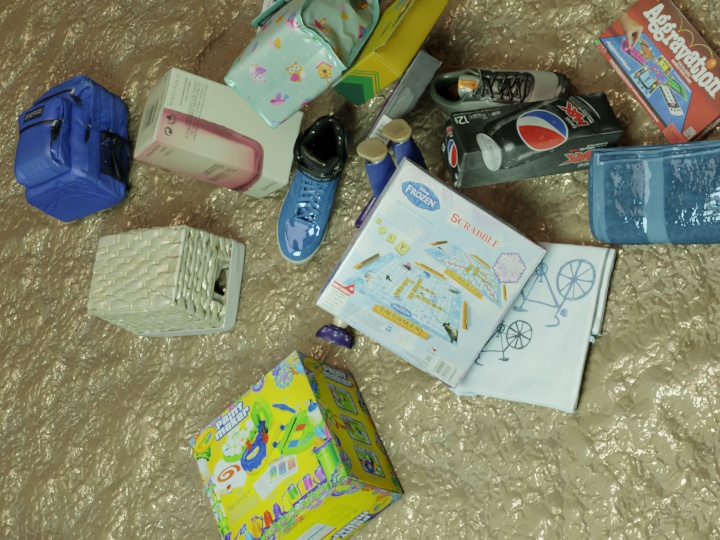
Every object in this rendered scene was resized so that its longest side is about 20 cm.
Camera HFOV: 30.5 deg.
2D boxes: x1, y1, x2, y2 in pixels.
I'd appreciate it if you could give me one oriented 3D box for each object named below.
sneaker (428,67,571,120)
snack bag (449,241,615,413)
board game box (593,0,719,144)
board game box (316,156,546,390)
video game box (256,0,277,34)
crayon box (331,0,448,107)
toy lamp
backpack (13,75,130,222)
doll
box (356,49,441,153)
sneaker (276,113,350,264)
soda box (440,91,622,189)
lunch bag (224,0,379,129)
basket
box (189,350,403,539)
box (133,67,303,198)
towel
[{"bbox_3d":[0.172,-0.219,1.654,0.198,0.079,0.075,1,72,38],"label":"sneaker"},{"bbox_3d":[0.201,0.063,1.558,0.187,0.021,0.203,5,79,41],"label":"snack bag"},{"bbox_3d":[0.362,-0.237,1.548,0.103,0.019,0.201,-41,52,17],"label":"board game box"},{"bbox_3d":[0.082,0.004,1.547,0.201,0.199,0.041,-56,9,10],"label":"board game box"},{"bbox_3d":[-0.065,-0.368,1.925,0.198,0.047,0.185,0,75,39],"label":"video game box"},{"bbox_3d":[0.042,-0.298,1.724,0.128,0.051,0.200,-57,12,-17],"label":"crayon box"},{"bbox_3d":[0.000,0.000,1.723,0.058,0.058,0.202,18,87,41],"label":"toy lamp"},{"bbox_3d":[-0.455,-0.209,2.098,0.161,0.168,0.202,-13,61,27],"label":"backpack"},{"bbox_3d":[0.064,-0.086,1.611,0.136,0.201,0.048,-37,42,-18],"label":"doll"},{"bbox_3d":[0.045,-0.205,1.692,0.036,0.200,0.144,32,92,-2],"label":"box"},{"bbox_3d":[-0.066,-0.113,1.773,0.076,0.111,0.202,20,81,7],"label":"sneaker"},{"bbox_3d":[0.198,-0.152,1.535,0.197,0.071,0.064,-10,58,-14],"label":"soda box"},{"bbox_3d":[-0.072,-0.316,1.779,0.170,0.122,0.201,-32,23,40],"label":"lunch bag"},{"bbox_3d":[-0.282,0.013,1.896,0.198,0.123,0.137,-5,71,36],"label":"basket"},{"bbox_3d":[-0.084,0.245,1.647,0.200,0.122,0.194,-40,53,20],"label":"box"},{"bbox_3d":[-0.199,-0.188,1.837,0.128,0.198,0.110,-17,59,66],"label":"box"},{"bbox_3d":[0.346,-0.085,1.469,0.198,0.048,0.113,0,89,38],"label":"towel"}]
